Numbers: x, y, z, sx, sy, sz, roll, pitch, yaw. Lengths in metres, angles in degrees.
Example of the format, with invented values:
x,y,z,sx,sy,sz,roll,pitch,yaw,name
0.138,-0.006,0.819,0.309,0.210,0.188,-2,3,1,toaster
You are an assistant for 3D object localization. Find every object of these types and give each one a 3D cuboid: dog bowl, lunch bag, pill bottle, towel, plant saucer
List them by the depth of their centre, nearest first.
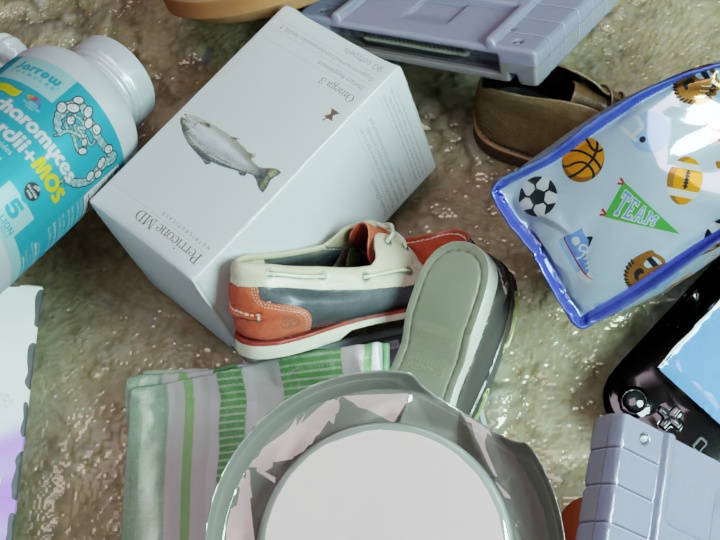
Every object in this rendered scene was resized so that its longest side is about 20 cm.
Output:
x,y,z,sx,sy,sz,roll,pitch,yaw,name
0.014,0.160,0.720,0.198,0.059,0.202,-1,72,4,dog bowl
0.205,-0.061,0.790,0.199,0.170,0.124,-36,85,18,lunch bag
-0.071,0.128,0.818,0.198,0.023,0.154,-11,70,26,towel
-0.225,-0.076,0.861,0.110,0.111,0.200,26,53,18,pill bottle
-0.056,-0.237,0.979,0.198,0.033,0.201,-16,30,9,plant saucer

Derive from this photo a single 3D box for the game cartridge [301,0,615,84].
x,y,z,sx,sy,sz,roll,pitch,yaw,name
0.070,-0.192,0.929,0.199,0.039,0.130,16,49,32,game cartridge

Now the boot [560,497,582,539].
x,y,z,sx,sy,sz,roll,pitch,yaw,name
0.077,0.200,0.763,0.107,0.075,0.200,39,77,2,boot

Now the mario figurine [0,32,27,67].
x,y,z,sx,sy,sz,roll,pitch,yaw,name
-0.279,-0.099,0.950,0.198,0.107,0.124,-16,39,-6,mario figurine

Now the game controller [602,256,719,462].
x,y,z,sx,sy,sz,roll,pitch,yaw,name
0.253,0.050,0.843,0.104,0.042,0.200,40,77,22,game controller

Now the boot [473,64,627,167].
x,y,z,sx,sy,sz,roll,pitch,yaw,name
0.173,-0.098,0.906,0.198,0.076,0.074,15,66,13,boot

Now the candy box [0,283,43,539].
x,y,z,sx,sy,sz,roll,pitch,yaw,name
-0.307,0.100,0.846,0.166,0.072,0.202,11,63,-20,candy box

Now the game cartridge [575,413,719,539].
x,y,z,sx,sy,sz,roll,pitch,yaw,name
0.202,0.176,0.729,0.199,0.038,0.131,27,60,-28,game cartridge

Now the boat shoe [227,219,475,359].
x,y,z,sx,sy,sz,roll,pitch,yaw,name
0.000,0.000,0.848,0.199,0.063,0.071,-17,21,-33,boat shoe

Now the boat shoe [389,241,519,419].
x,y,z,sx,sy,sz,roll,pitch,yaw,name
0.045,0.084,0.815,0.071,0.060,0.203,25,90,38,boat shoe

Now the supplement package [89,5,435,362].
x,y,z,sx,sy,sz,roll,pitch,yaw,name
-0.063,-0.060,0.889,0.117,0.118,0.200,33,73,31,supplement package

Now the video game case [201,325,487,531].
x,y,z,sx,sy,sz,roll,pitch,yaw,name
-0.010,0.134,0.852,0.198,0.023,0.183,-13,64,2,video game case
